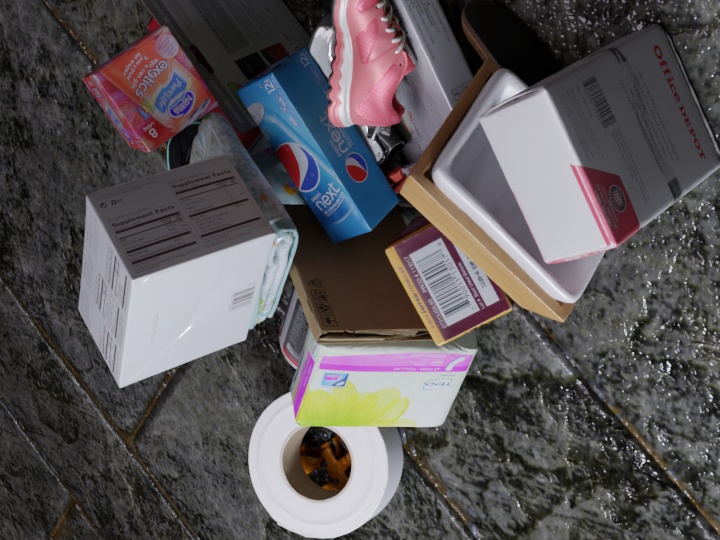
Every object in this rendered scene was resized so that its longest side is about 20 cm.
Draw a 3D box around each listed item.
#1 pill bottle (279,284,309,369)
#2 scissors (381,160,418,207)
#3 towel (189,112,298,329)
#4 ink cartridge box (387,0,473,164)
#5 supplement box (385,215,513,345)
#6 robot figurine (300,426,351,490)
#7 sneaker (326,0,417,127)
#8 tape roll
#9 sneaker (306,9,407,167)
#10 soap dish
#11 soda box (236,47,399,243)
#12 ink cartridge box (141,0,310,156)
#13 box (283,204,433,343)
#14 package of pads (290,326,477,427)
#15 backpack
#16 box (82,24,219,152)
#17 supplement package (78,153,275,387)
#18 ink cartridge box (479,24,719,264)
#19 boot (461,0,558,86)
[{"bbox_3d":[-0.030,0.039,1.380,0.114,0.114,0.200,45,148,16],"label":"pill bottle"},{"bbox_3d":[0.047,-0.109,1.235,0.073,0.014,0.200,19,162,-5],"label":"scissors"},{"bbox_3d":[-0.140,-0.048,1.245,0.171,0.048,0.200,54,148,22],"label":"towel"},{"bbox_3d":[0.063,-0.203,1.213,0.201,0.043,0.174,64,165,-6],"label":"ink cartridge box"},{"bbox_3d":[0.101,-0.009,1.165,0.085,0.200,0.111,-27,95,14],"label":"supplement box"},{"bbox_3d":[-0.051,0.289,1.621,0.145,0.058,0.200,56,141,3],"label":"robot figurine"},{"bbox_3d":[0.018,-0.234,1.138,0.086,0.074,0.201,11,127,8],"label":"sneaker"},{"bbox_3d":[-0.047,0.252,1.508,0.202,0.071,0.203,0,92,19],"label":"tape roll"},{"bbox_3d":[0.007,-0.191,1.245,0.115,0.076,0.201,34,149,27],"label":"sneaker"},{"bbox_3d":[0.142,-0.071,1.040,0.200,0.158,0.081,42,151,-15],"label":"soap dish"},{"bbox_3d":[-0.045,-0.134,1.226,0.064,0.068,0.200,-18,111,44],"label":"soda box"},{"bbox_3d":[-0.146,-0.240,1.301,0.200,0.175,0.084,54,140,7],"label":"ink cartridge box"},{"bbox_3d":[0.000,0.000,1.249,0.200,0.163,0.021,-114,34,-41],"label":"box"},{"bbox_3d":[0.025,0.121,1.338,0.155,0.199,0.068,109,157,-43],"label":"package of pads"},{"bbox_3d":[-0.142,-0.107,1.394,0.200,0.153,0.176,58,147,-9],"label":"backpack"},{"bbox_3d":[-0.236,-0.199,1.251,0.103,0.095,0.200,56,171,-17],"label":"box"},{"bbox_3d":[-0.193,0.002,1.158,0.111,0.155,0.200,56,149,23],"label":"supplement package"},{"bbox_3d":[0.214,-0.113,0.987,0.085,0.200,0.146,-18,100,50],"label":"ink cartridge box"},{"bbox_3d":[0.159,-0.176,1.112,0.200,0.074,0.075,51,146,5],"label":"boot"}]
